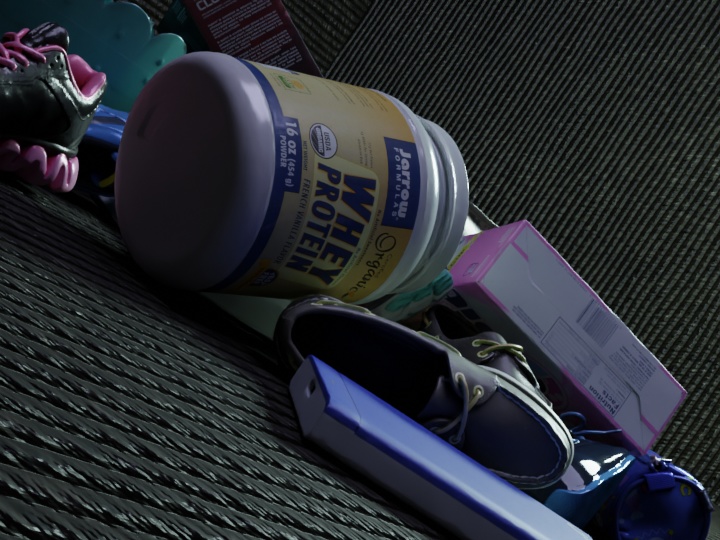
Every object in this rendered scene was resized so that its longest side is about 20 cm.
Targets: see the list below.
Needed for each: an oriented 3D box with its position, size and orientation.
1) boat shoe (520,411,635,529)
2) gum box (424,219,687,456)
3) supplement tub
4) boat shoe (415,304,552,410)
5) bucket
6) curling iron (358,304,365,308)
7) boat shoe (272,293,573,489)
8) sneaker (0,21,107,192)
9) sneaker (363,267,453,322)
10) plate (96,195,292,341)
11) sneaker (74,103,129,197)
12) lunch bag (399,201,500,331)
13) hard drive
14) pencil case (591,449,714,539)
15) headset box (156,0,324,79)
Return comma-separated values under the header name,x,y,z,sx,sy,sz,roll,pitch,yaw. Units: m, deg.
name,x,y,z,sx,sy,sz,roll,pitch,yaw
boat shoe,0.146,0.136,1.010,0.069,0.084,0.200,37,1,18
gum box,0.145,0.060,1.098,0.200,0.066,0.113,46,-21,-13
supplement tub,-0.040,-0.053,0.920,0.199,0.145,0.144,6,22,-43
boat shoe,0.079,0.070,0.986,0.071,0.061,0.201,16,5,-21
bucket,-0.237,-0.164,1.089,0.207,0.135,0.207,33,2,-1
curling iron,-0.007,0.031,0.992,0.050,0.026,0.200,32,23,-53
boat shoe,0.038,0.077,0.865,0.201,0.072,0.060,28,-1,0
sneaker,-0.214,-0.111,0.842,0.079,0.096,0.200,37,7,18
sneaker,0.000,0.000,1.078,0.092,0.077,0.200,66,-24,-2
plate,-0.088,0.004,1.043,0.199,0.032,0.200,33,3,-27
sneaker,-0.146,-0.074,1.008,0.199,0.066,0.079,8,33,-29
lunch bag,0.029,-0.004,1.226,0.163,0.118,0.200,-7,-31,43
hard drive,0.054,0.119,0.778,0.199,0.025,0.132,34,2,-9
pencil case,0.219,0.177,1.161,0.077,0.087,0.200,1,5,-4
headset box,-0.092,-0.161,1.188,0.201,0.075,0.149,61,-14,-6
